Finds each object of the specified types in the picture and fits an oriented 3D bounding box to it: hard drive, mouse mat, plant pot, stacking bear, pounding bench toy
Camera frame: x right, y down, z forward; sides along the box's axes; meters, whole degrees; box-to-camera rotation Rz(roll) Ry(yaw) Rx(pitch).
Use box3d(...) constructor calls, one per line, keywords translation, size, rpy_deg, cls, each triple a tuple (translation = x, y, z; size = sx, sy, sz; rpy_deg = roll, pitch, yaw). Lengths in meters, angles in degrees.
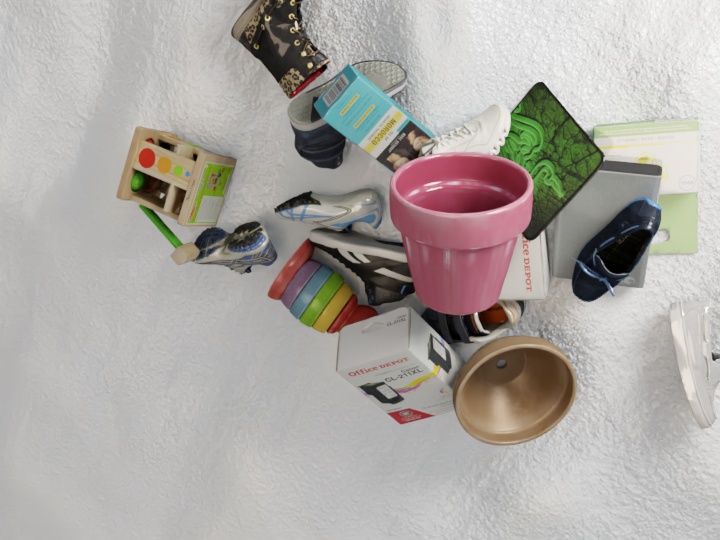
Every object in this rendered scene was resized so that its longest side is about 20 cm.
box3d(translation=(0.357, -0.067, 1.161), size=(0.138, 0.033, 0.202), rpy_deg=(8, 132, 18), cls="hard drive")
box3d(translation=(0.252, -0.161, 1.145), size=(0.161, 0.007, 0.201), rpy_deg=(-52, 41, 28), cls="mouse mat")
box3d(translation=(0.238, 0.176, 1.274), size=(0.198, 0.093, 0.203), rpy_deg=(-4, 120, -7), cls="plant pot")
box3d(translation=(-0.051, 0.059, 1.363), size=(0.199, 0.114, 0.122), rpy_deg=(36, 117, 1), cls="stacking bear")
box3d(translation=(0.140, -0.047, 1.120), size=(0.198, 0.200, 0.181), rpy_deg=(9, 125, 18), cls="plant pot")
box3d(translation=(-0.334, -0.128, 1.369), size=(0.154, 0.124, 0.202), rpy_deg=(22, 99, 13), cls="pounding bench toy")

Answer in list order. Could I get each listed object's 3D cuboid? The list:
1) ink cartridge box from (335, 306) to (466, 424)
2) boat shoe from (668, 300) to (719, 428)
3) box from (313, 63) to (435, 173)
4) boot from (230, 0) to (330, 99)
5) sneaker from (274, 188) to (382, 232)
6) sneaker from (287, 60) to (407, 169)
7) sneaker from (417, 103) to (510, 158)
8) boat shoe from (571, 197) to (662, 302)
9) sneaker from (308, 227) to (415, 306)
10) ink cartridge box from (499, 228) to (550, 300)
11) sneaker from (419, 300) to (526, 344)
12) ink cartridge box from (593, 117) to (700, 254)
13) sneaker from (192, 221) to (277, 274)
box3d(translation=(0.072, 0.162, 1.302), size=(0.145, 0.084, 0.200), rpy_deg=(-20, 135, 30), cls="ink cartridge box")
box3d(translation=(0.517, 0.140, 1.192), size=(0.068, 0.072, 0.203), rpy_deg=(-12, 94, 24), cls="boat shoe")
box3d(translation=(0.029, -0.216, 1.191), size=(0.199, 0.049, 0.082), rpy_deg=(31, 110, -38), cls="box")
box3d(translation=(-0.100, -0.383, 1.243), size=(0.199, 0.073, 0.151), rpy_deg=(-37, 91, 31), cls="boot")
box3d(translation=(-0.057, -0.095, 1.330), size=(0.198, 0.072, 0.073), rpy_deg=(0, 115, 25), cls="sneaker")
box3d(translation=(-0.019, -0.245, 1.262), size=(0.201, 0.147, 0.077), rpy_deg=(-25, 64, -11), cls="sneaker")
box3d(translation=(0.142, -0.179, 1.194), size=(0.200, 0.075, 0.081), rpy_deg=(-45, 122, 12), cls="sneaker")
box3d(translation=(0.354, -0.019, 1.131), size=(0.083, 0.069, 0.201), rpy_deg=(21, 136, 5), cls="boat shoe")
box3d(translation=(0.000, 0.000, 1.336), size=(0.198, 0.073, 0.113), rpy_deg=(14, 111, 15), cls="sneaker")
box3d(translation=(0.194, -0.032, 1.244), size=(0.198, 0.083, 0.149), rpy_deg=(-1, 107, 22), cls="ink cartridge box")
box3d(translation=(0.170, 0.079, 1.296), size=(0.198, 0.079, 0.079), rpy_deg=(-21, 100, 28), cls="sneaker")
box3d(translation=(0.416, -0.115, 1.150), size=(0.144, 0.048, 0.203), rpy_deg=(-1, 106, 22), cls="ink cartridge box")
box3d(translation=(-0.230, -0.027, 1.415), size=(0.198, 0.078, 0.085), rpy_deg=(-2, 141, 40), cls="sneaker")
